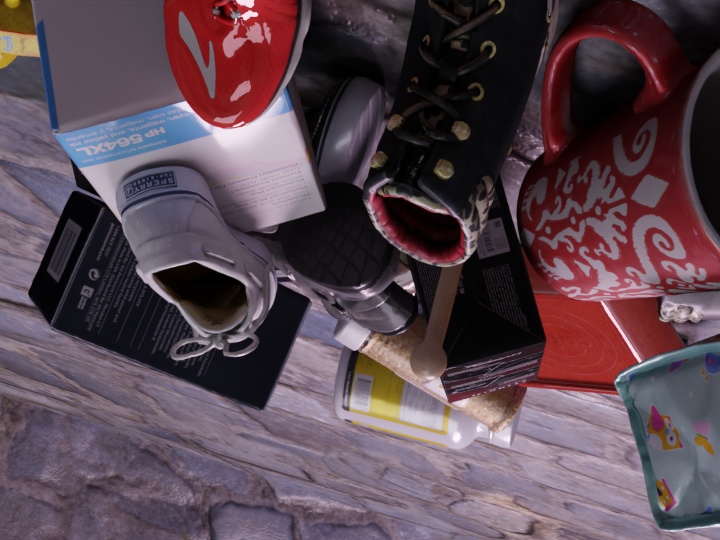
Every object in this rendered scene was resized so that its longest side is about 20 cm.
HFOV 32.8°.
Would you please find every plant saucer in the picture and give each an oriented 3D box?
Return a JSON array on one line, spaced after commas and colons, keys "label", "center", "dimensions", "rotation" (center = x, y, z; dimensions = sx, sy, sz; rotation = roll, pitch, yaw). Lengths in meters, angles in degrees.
[{"label": "plant saucer", "center": [0.179, 0.053, 1.088], "dimensions": [0.198, 0.037, 0.200], "rotation": [2, 145, 40]}]

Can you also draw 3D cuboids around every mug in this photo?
[{"label": "mug", "center": [0.180, -0.067, 0.724], "dimensions": [0.132, 0.180, 0.200], "rotation": [-16, 178, -22]}]

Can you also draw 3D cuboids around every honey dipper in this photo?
[{"label": "honey dipper", "center": [0.062, -0.029, 0.753], "dimensions": [0.037, 0.202, 0.038], "rotation": [15, 161, 5]}]

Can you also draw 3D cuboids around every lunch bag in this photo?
[{"label": "lunch bag", "center": [0.265, 0.067, 0.676], "dimensions": [0.168, 0.123, 0.200], "rotation": [-10, 166, -22]}]

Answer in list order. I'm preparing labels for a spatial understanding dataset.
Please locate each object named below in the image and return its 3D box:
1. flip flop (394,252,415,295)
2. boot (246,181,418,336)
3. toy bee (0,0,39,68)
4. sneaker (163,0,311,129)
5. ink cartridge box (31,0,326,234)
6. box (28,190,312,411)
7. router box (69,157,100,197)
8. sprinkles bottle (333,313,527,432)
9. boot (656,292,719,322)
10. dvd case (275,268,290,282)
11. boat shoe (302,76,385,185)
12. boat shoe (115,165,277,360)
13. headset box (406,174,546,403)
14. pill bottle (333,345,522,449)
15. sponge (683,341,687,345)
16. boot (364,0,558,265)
[{"label": "flip flop", "center": [0.030, -0.009, 1.057], "dimensions": [0.198, 0.058, 0.081], "rotation": [8, 156, 41]}, {"label": "boot", "center": [0.000, 0.000, 0.851], "dimensions": [0.131, 0.070, 0.200], "rotation": [41, 174, -30]}, {"label": "toy bee", "center": [-0.243, -0.166, 0.784], "dimensions": [0.197, 0.110, 0.131], "rotation": [13, 163, 11]}, {"label": "sneaker", "center": [-0.060, -0.151, 0.549], "dimensions": [0.076, 0.085, 0.202], "rotation": [15, 122, 5]}, {"label": "ink cartridge box", "center": [-0.101, -0.104, 0.734], "dimensions": [0.124, 0.130, 0.200], "rotation": [-15, 157, 1]}, {"label": "box", "center": [-0.168, 0.024, 1.057], "dimensions": [0.198, 0.108, 0.148], "rotation": [24, 179, -23]}, {"label": "router box", "center": [-0.151, -0.092, 0.954], "dimensions": [0.156, 0.053, 0.200], "rotation": [26, 159, 2]}, {"label": "sprinkles bottle", "center": [0.072, 0.088, 1.241], "dimensions": [0.199, 0.069, 0.068], "rotation": [31, 160, -7]}, {"label": "boot", "center": [0.273, -0.006, 0.798], "dimensions": [0.152, 0.074, 0.204], "rotation": [0, 163, 10]}, {"label": "dvd case", "center": [-0.127, -0.051, 1.108], "dimensions": [0.148, 0.016, 0.200], "rotation": [-2, 143, 45]}, {"label": "boat shoe", "center": [-0.035, -0.083, 0.889], "dimensions": [0.070, 0.072, 0.200], "rotation": [31, 154, 3]}, {"label": "boat shoe", "center": [-0.089, 0.016, 0.742], "dimensions": [0.074, 0.087, 0.202], "rotation": [-15, 159, 2]}, {"label": "headset box", "center": [0.076, 0.006, 0.876], "dimensions": [0.076, 0.151, 0.200], "rotation": [-14, 167, 2]}, {"label": "pill bottle", "center": [0.077, 0.131, 1.346], "dimensions": [0.197, 0.113, 0.112], "rotation": [13, 161, 13]}, {"label": "sponge", "center": [0.222, 0.083, 1.209], "dimensions": [0.198, 0.030, 0.112], "rotation": [11, 160, 19]}, {"label": "boot", "center": [0.047, -0.109, 0.578], "dimensions": [0.073, 0.155, 0.204], "rotation": [14, 157, 17]}]
